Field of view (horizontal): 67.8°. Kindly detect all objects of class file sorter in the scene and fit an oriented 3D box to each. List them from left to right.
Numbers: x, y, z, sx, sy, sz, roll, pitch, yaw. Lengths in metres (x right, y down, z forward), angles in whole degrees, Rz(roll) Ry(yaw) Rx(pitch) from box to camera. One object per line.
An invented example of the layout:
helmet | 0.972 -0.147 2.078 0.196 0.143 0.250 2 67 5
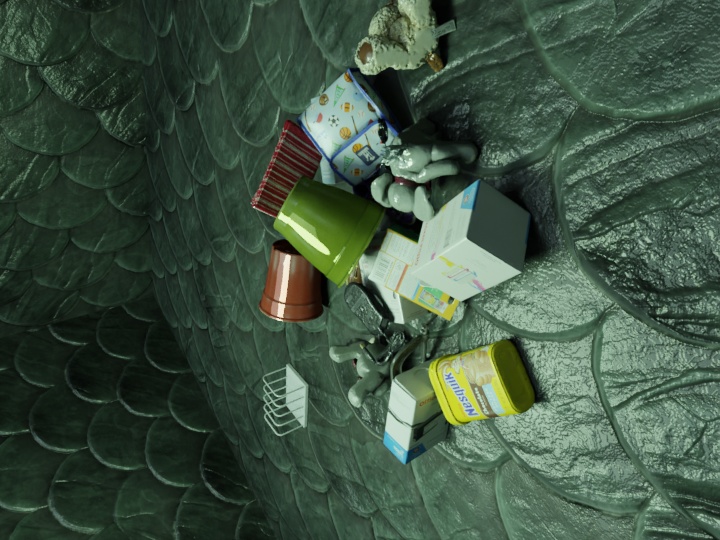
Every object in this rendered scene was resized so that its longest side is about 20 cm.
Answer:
file sorter | -0.279 0.477 1.958 0.138 0.123 0.203 37 133 43

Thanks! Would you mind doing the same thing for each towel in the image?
towel | -0.156 -0.214 1.189 0.022 0.144 0.203 25 93 34

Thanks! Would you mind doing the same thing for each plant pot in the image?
plant pot | -0.196 0.020 1.595 0.200 0.198 0.199 31 120 46
plant pot | -0.076 -0.100 1.153 0.191 0.202 0.201 31 142 -5

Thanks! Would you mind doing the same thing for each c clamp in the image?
c clamp | 0.131 0.196 1.227 0.027 0.170 0.202 37 147 29

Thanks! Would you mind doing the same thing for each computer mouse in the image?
computer mouse | 0.026 0.127 1.269 0.200 0.046 0.141 47 130 20
computer mouse | 0.047 -0.237 1.117 0.201 0.033 0.059 75 -164 -54

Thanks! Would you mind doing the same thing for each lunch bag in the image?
lunch bag | -0.013 -0.307 1.171 0.169 0.124 0.201 -34 99 25

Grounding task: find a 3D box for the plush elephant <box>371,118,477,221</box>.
plush elephant | 0.107 -0.183 1.044 0.164 0.198 0.157 35 134 34

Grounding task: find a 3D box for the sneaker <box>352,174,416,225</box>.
sneaker | 0.053 -0.155 1.225 0.199 0.082 0.082 34 130 44

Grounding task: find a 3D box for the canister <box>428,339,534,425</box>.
canister | 0.245 0.232 1.103 0.199 0.086 0.151 -34 76 54

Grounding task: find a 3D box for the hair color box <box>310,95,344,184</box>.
hair color box | -0.050 -0.318 1.295 0.060 0.098 0.204 12 113 55

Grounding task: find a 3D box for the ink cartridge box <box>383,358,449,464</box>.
ink cartridge box | 0.139 0.325 1.246 0.084 0.143 0.203 35 131 41

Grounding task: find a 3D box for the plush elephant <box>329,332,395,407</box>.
plush elephant | 0.034 0.250 1.364 0.165 0.198 0.156 53 165 30

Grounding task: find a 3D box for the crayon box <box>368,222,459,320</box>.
crayon box | 0.129 0.002 1.134 0.198 0.052 0.127 28 118 11

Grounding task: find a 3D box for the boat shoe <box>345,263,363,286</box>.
boat shoe | 0.000 -0.001 1.379 0.067 0.072 0.203 10 126 24

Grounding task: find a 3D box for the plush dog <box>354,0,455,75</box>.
plush dog | 0.076 -0.463 1.041 0.201 0.159 0.172 -53 40 19

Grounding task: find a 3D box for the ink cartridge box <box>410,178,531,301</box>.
ink cartridge box | 0.192 -0.044 0.985 0.200 0.124 0.130 -36 30 57

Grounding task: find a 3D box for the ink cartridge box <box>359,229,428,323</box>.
ink cartridge box | 0.071 0.012 1.270 0.146 0.082 0.204 1 105 57
